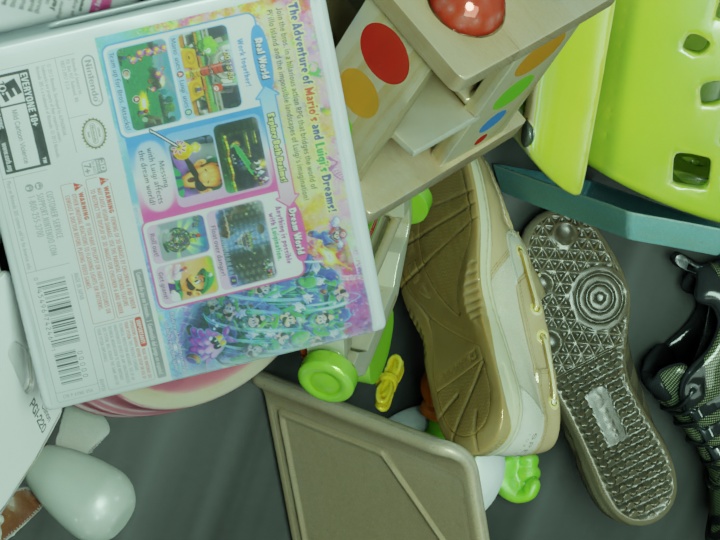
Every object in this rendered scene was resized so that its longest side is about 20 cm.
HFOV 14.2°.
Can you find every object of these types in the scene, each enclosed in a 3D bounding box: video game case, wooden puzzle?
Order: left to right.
[{"bbox_3d":[-0.092,-0.040,1.446,0.182,0.024,0.200,-14,115,-6],"label":"video game case"},{"bbox_3d":[0.021,0.159,1.705,0.037,0.185,0.200,-31,121,-31],"label":"wooden puzzle"}]

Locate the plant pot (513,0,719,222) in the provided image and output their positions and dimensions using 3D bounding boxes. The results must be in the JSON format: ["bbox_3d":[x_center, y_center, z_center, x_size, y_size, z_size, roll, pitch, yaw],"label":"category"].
[{"bbox_3d":[0.171,-0.143,1.622,0.181,0.200,0.199,4,110,-13],"label":"plant pot"}]

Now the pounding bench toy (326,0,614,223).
[{"bbox_3d":[0.008,-0.161,1.484,0.124,0.200,0.156,-31,165,-36],"label":"pounding bench toy"}]

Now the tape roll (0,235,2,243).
[{"bbox_3d":[-0.232,-0.106,1.545,0.202,0.037,0.203,0,87,-7],"label":"tape roll"}]

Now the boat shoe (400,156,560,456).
[{"bbox_3d":[0.073,0.019,1.678,0.069,0.200,0.074,14,148,-40],"label":"boat shoe"}]

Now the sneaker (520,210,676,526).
[{"bbox_3d":[0.134,0.060,1.763,0.070,0.076,0.200,-17,93,-10],"label":"sneaker"}]

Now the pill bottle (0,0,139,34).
[{"bbox_3d":[-0.217,-0.134,1.473,0.200,0.113,0.114,14,107,-4],"label":"pill bottle"}]

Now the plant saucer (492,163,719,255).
[{"bbox_3d":[0.141,-0.035,1.647,0.070,0.200,0.019,9,96,-21],"label":"plant saucer"}]

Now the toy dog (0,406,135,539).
[{"bbox_3d":[-0.208,0.101,1.614,0.132,0.200,0.096,-30,148,-8],"label":"toy dog"}]

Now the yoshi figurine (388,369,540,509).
[{"bbox_3d":[0.071,0.150,1.754,0.112,0.112,0.200,-1,114,-25],"label":"yoshi figurine"}]

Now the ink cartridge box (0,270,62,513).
[{"bbox_3d":[-0.272,0.038,1.521,0.146,0.200,0.085,75,36,-54],"label":"ink cartridge box"}]

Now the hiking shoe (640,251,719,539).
[{"bbox_3d":[0.219,0.083,1.800,0.101,0.076,0.200,3,101,-10],"label":"hiking shoe"}]

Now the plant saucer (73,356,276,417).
[{"bbox_3d":[-0.094,0.000,1.576,0.200,0.051,0.201,-22,132,-26],"label":"plant saucer"}]

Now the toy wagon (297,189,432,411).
[{"bbox_3d":[0.000,0.000,1.599,0.040,0.155,0.200,12,138,13],"label":"toy wagon"}]
